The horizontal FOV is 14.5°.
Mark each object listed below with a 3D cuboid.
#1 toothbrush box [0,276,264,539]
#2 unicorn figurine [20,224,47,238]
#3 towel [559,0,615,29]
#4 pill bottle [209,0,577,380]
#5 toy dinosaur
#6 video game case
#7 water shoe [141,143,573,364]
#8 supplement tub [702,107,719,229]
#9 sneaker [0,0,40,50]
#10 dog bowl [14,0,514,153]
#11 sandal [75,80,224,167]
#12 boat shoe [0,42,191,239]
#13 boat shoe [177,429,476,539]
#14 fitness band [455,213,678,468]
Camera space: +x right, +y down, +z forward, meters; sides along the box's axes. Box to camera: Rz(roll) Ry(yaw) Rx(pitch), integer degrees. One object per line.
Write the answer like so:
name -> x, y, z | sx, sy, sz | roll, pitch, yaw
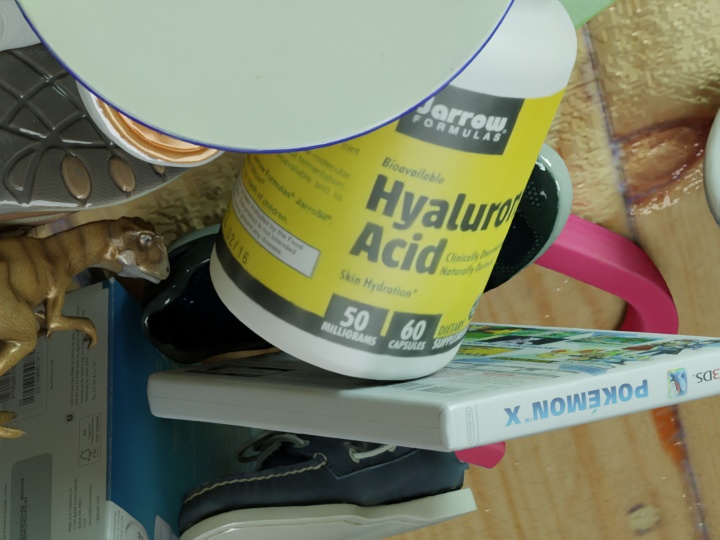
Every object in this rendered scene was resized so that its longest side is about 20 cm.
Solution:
toothbrush box -> -0.100, 0.120, 1.306 | 0.085, 0.147, 0.200 | -17, 146, 21
unicorn figurine -> -0.230, 0.027, 1.203 | 0.199, 0.074, 0.138 | 6, 138, -35
towel -> 0.019, -0.137, 1.173 | 0.149, 0.031, 0.200 | -35, 142, 19
pill bottle -> 0.020, -0.067, 1.120 | 0.111, 0.111, 0.201 | 5, 118, -30
toy dinosaur -> -0.160, 0.014, 1.139 | 0.200, 0.060, 0.107 | -19, 136, -55
video game case -> 0.039, 0.047, 1.205 | 0.181, 0.022, 0.199 | -9, -173, -39
water shoe -> 0.000, 0.000, 1.246 | 0.199, 0.079, 0.072 | -19, 105, 10
supplement tub -> 0.252, -0.016, 1.342 | 0.122, 0.123, 0.200 | -32, 140, 13
sneaker -> -0.180, -0.089, 1.088 | 0.199, 0.081, 0.071 | -11, 139, -15
dog bowl -> -0.033, -0.142, 1.001 | 0.198, 0.079, 0.202 | 0, 98, 0
sandal -> -0.059, -0.125, 1.067 | 0.079, 0.059, 0.208 | -1, 119, -22
boat shoe -> -0.156, -0.046, 1.166 | 0.199, 0.076, 0.072 | -13, 173, -25
boat shoe -> -0.017, 0.094, 1.291 | 0.075, 0.062, 0.199 | -24, 167, 38
fitness band -> 0.067, 0.029, 1.381 | 0.199, 0.038, 0.144 | 19, 123, -41
